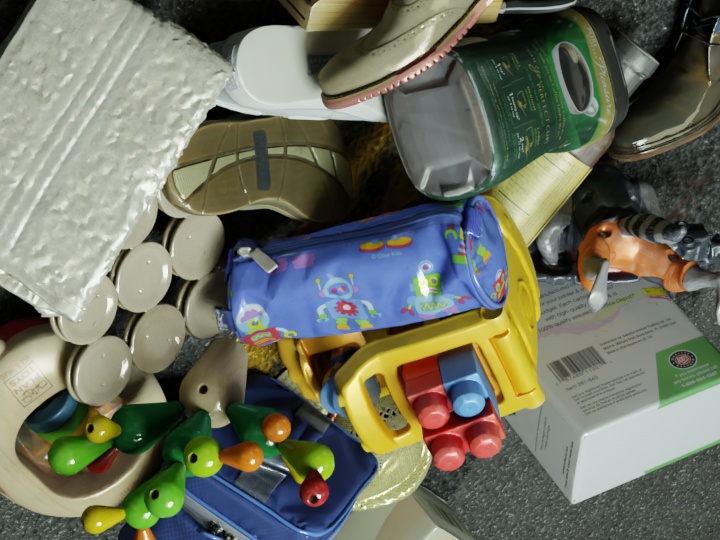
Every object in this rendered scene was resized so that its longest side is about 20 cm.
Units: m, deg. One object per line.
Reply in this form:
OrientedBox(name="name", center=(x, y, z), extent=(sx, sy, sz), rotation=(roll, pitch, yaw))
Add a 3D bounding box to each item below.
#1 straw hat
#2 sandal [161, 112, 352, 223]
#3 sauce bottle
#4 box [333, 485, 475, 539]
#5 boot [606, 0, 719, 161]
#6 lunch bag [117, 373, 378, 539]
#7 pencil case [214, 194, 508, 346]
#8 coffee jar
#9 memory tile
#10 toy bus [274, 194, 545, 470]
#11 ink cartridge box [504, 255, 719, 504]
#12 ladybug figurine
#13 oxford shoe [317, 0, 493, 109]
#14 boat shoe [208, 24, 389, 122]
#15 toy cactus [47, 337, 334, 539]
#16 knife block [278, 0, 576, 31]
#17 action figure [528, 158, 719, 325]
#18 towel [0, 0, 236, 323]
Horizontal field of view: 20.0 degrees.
OrientedBox(name="straw hat", center=(0.009, 0.141, 1.626), extent=(0.200, 0.085, 0.202), rotation=(-21, 136, -21))
OrientedBox(name="sandal", center=(-0.075, -0.071, 1.391), extent=(0.200, 0.054, 0.081), rotation=(-5, 95, -51))
OrientedBox(name="sauce bottle", center=(0.147, -0.091, 1.540), extent=(0.200, 0.065, 0.065), rotation=(-50, 138, 11))
OrientedBox(name="box", center=(0.000, 0.276, 1.745), extent=(0.200, 0.078, 0.095), rotation=(-47, 139, 8))
OrientedBox(name="boot", center=(0.254, -0.172, 1.553), extent=(0.200, 0.075, 0.097), rotation=(-38, 129, -14))
OrientedBox(name="lunch bag", center=(-0.080, 0.167, 1.500), extent=(0.133, 0.136, 0.200), rotation=(-59, 175, 21))
OrientedBox(name="pencil case", center=(0.000, 0.000, 1.400), extent=(0.199, 0.078, 0.087), rotation=(-10, 142, 17))
OrientedBox(name="coffee jar", center=(0.106, -0.120, 1.413), extent=(0.200, 0.085, 0.105), rotation=(-23, 98, -50))
OrientedBox(name="memory tile", center=(-0.153, -0.019, 1.361), extent=(0.153, 0.017, 0.201), rotation=(-33, 128, -36))
OrientedBox(name="toy bus", center=(0.034, 0.066, 1.469), extent=(0.199, 0.193, 0.136), rotation=(-18, 132, 12))
OrientedBox(name="ink cartridge box", center=(0.175, 0.065, 1.597), extent=(0.144, 0.200, 0.084), rotation=(-19, 138, -22))
OrientedBox(name="ladybug figurine", center=(-0.213, 0.096, 1.433), extent=(0.136, 0.072, 0.200), rotation=(-36, 139, -5))
OrientedBox(name="oxford shoe", center=(0.043, -0.182, 1.300), extent=(0.200, 0.070, 0.075), rotation=(-39, 112, 2))
OrientedBox(name="boat shoe", center=(-0.029, -0.130, 1.372), extent=(0.199, 0.068, 0.072), rotation=(-11, 98, -44))
OrientedBox(name="toy cactus", center=(-0.104, 0.114, 1.381), extent=(0.199, 0.165, 0.103), rotation=(-8, 124, 20))
OrientedBox(name="knife block", center=(0.057, -0.200, 1.376), extent=(0.200, 0.064, 0.176), rotation=(-40, 138, 1))
OrientedBox(name="action figure", center=(0.221, -0.031, 1.555), extent=(0.199, 0.194, 0.105), rotation=(-6, 120, -14))
OrientedBox(name="towel", center=(-0.181, -0.079, 1.260), extent=(0.132, 0.034, 0.200), rotation=(33, 88, -17))
